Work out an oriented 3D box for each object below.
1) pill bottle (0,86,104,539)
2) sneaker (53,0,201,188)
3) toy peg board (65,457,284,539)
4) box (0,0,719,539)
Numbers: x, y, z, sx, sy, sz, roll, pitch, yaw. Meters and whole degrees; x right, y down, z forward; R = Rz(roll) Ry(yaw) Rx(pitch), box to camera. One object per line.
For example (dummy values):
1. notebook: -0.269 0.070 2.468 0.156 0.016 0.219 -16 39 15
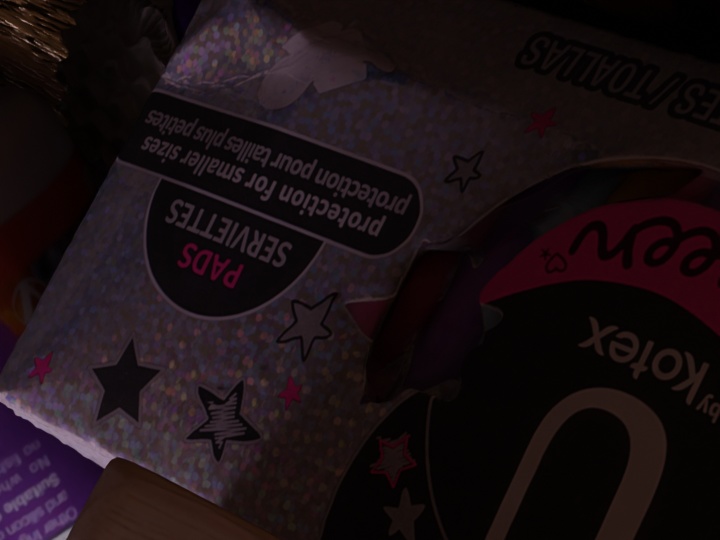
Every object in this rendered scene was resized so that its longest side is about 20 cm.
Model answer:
1. pill bottle: -0.076 0.070 0.634 0.111 0.111 0.201 11 131 64
2. sneaker: 0.000 0.000 0.670 0.069 0.099 0.201 31 148 53
3. toy peg board: 0.036 0.133 0.477 0.199 0.098 0.199 26 171 10
4. box: 0.051 0.030 0.531 0.199 0.115 0.132 21 170 38
